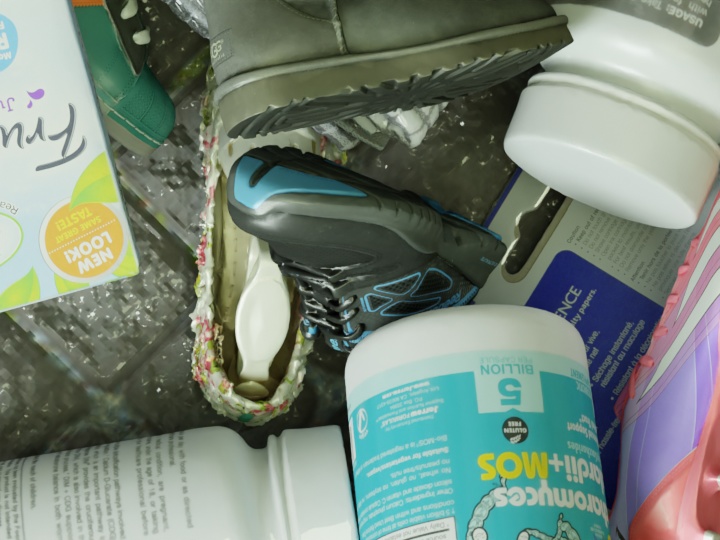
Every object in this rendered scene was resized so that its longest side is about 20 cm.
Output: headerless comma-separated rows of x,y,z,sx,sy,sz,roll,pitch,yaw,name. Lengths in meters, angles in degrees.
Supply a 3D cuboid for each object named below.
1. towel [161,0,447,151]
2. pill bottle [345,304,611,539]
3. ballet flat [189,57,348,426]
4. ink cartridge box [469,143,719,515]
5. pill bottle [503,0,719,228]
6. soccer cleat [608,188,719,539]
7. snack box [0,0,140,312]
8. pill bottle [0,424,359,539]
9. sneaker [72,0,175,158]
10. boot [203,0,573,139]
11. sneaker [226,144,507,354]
-0.018,-0.168,1.061,0.200,0.085,0.166,41,65,-16,towel
0.055,0.124,1.033,0.110,0.111,0.201,-3,69,-8,pill bottle
-0.042,-0.023,1.109,0.075,0.064,0.201,0,98,-7,ballet flat
0.147,0.020,1.124,0.200,0.047,0.198,33,93,30,ink cartridge box
0.146,-0.128,1.078,0.113,0.114,0.201,26,81,-12,pill bottle
0.151,0.036,1.057,0.067,0.076,0.201,16,84,-53,soccer cleat
-0.187,-0.079,1.013,0.142,0.053,0.201,-15,99,-5,snack box
-0.099,0.134,1.087,0.199,0.113,0.114,-10,100,-1,pill bottle
-0.133,-0.148,1.072,0.080,0.071,0.200,-34,100,2,sneaker
-0.011,-0.166,0.985,0.181,0.073,0.201,-10,79,-32,boot
0.000,0.000,1.063,0.073,0.200,0.082,29,94,32,sneaker
